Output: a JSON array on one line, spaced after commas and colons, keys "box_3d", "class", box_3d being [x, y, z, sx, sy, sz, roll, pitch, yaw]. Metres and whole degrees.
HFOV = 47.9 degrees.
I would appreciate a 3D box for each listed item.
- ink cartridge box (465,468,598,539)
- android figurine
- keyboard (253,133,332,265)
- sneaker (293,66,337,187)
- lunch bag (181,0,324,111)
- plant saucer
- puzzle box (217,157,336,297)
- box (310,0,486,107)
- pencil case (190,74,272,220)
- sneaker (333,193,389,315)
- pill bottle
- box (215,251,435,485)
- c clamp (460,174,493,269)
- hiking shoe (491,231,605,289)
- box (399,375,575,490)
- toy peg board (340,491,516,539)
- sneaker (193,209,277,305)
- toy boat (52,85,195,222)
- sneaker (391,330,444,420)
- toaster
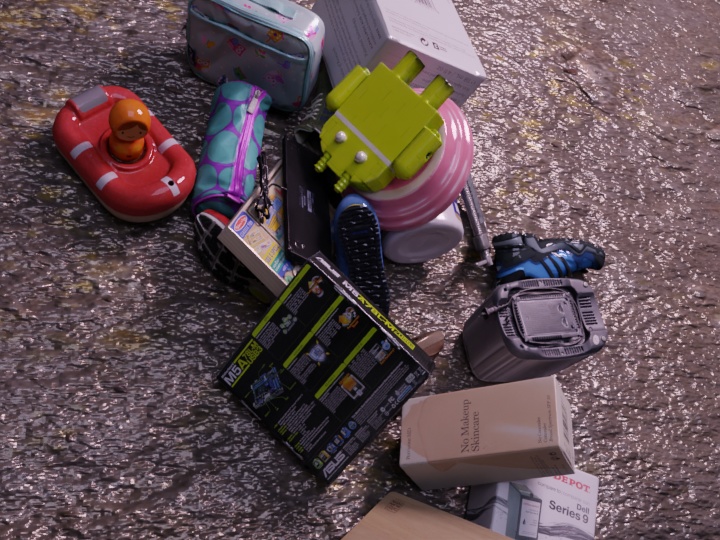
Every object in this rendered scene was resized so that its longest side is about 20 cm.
[{"box_3d": [0.205, 0.334, 0.998, 0.144, 0.084, 0.203, 22, 58, -10], "class": "ink cartridge box"}, {"box_3d": [0.024, -0.188, 1.051, 0.200, 0.041, 0.183, -44, 60, 5], "class": "android figurine"}, {"box_3d": [-0.089, -0.095, 1.042, 0.126, 0.020, 0.203, 28, 42, -36], "class": "keyboard"}, {"box_3d": [-0.056, -0.213, 1.181, 0.088, 0.067, 0.204, -1, 68, -28], "class": "sneaker"}, {"box_3d": [-0.152, -0.321, 1.136, 0.197, 0.161, 0.078, 21, 59, 0], "class": "lunch bag"}, {"box_3d": [0.051, -0.156, 1.079, 0.197, 0.051, 0.205, -9, 69, 24], "class": "plant saucer"}, {"box_3d": [-0.093, -0.053, 1.042, 0.133, 0.025, 0.201, 44, 34, -13], "class": "puzzle box"}, {"box_3d": [0.052, -0.337, 1.207, 0.196, 0.131, 0.203, 9, 50, -37], "class": "box"}, {"box_3d": [-0.173, -0.160, 1.095, 0.084, 0.092, 0.204, 22, 59, -30], "class": "pencil case"}, {"box_3d": [0.000, 0.000, 1.066, 0.064, 0.079, 0.204, -6, 108, -4], "class": "sneaker"}, {"box_3d": [0.070, -0.125, 1.157, 0.117, 0.120, 0.204, -1, 64, -22], "class": "pill bottle"}, {"box_3d": [-0.043, 0.118, 0.953, 0.193, 0.201, 0.047, 42, 20, 6], "class": "box"}, {"box_3d": [0.159, -0.099, 1.163, 0.027, 0.170, 0.204, -18, 83, 17], "class": "c clamp"}, {"box_3d": [0.281, -0.006, 1.222, 0.196, 0.074, 0.089, 5, 87, -21], "class": "hiking shoe"}, {"box_3d": [0.151, 0.199, 0.977, 0.078, 0.196, 0.096, 52, 33, -45], "class": "box"}, {"box_3d": [0.058, 0.367, 0.883, 0.198, 0.197, 0.100, -32, 122, -42], "class": "toy peg board"}, {"box_3d": [-0.130, -0.016, 1.060, 0.199, 0.077, 0.086, 38, 45, -12], "class": "sneaker"}, {"box_3d": [-0.294, -0.164, 1.025, 0.130, 0.131, 0.200, -38, 82, -32], "class": "toy boat"}, {"box_3d": [0.037, 0.150, 1.047, 0.198, 0.070, 0.077, -28, 93, -25], "class": "sneaker"}, {"box_3d": [0.226, 0.086, 1.106, 0.196, 0.129, 0.116, -4, 65, -24], "class": "toaster"}]
